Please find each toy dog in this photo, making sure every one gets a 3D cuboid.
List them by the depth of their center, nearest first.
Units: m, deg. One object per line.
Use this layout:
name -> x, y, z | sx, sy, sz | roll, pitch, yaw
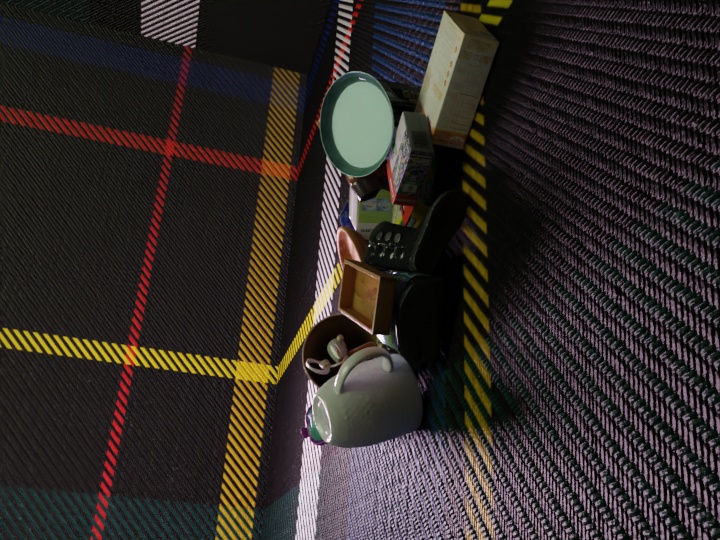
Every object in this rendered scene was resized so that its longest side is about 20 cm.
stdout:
toy dog -> -0.009, 0.187, 1.516 | 0.198, 0.131, 0.098 | 30, 115, 31

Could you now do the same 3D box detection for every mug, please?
mug -> 0.007, 0.226, 1.321 | 0.148, 0.172, 0.204 | 48, 143, 47

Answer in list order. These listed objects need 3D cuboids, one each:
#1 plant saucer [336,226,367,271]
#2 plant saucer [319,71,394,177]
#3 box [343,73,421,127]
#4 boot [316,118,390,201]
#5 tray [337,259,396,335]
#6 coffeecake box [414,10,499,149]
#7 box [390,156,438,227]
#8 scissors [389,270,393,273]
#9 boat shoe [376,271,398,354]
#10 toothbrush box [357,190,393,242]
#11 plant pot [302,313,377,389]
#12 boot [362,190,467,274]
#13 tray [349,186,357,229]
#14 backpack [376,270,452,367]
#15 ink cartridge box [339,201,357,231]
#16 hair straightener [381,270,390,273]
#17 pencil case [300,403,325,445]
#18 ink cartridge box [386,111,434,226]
plant saucer -> 0.000, 0.000, 1.550 | 0.200, 0.037, 0.204 | 161, 91, -76
plant saucer -> -0.003, -0.289, 1.439 | 0.197, 0.027, 0.205 | 11, 106, 42
box -> 0.061, -0.360, 1.557 | 0.159, 0.195, 0.051 | -100, 20, -57
boot -> 0.020, -0.260, 1.562 | 0.203, 0.186, 0.069 | 62, 152, 11
tray -> 0.010, 0.045, 1.325 | 0.200, 0.036, 0.101 | -154, 71, -68
coffeecake box -> 0.172, -0.353, 1.342 | 0.155, 0.071, 0.203 | -104, 26, -56
box -> 0.110, -0.141, 1.500 | 0.201, 0.047, 0.119 | 122, 162, -56
scissors -> 0.089, -0.032, 1.431 | 0.201, 0.014, 0.073 | -53, 10, 0
boat shoe -> 0.065, 0.087, 1.504 | 0.069, 0.072, 0.205 | -148, 67, -70
toothbrush box -> 0.037, -0.126, 1.679 | 0.146, 0.084, 0.204 | 88, -177, -66
plant pot -> -0.042, 0.223, 1.705 | 0.201, 0.182, 0.190 | 95, 179, -68
boot -> 0.095, -0.072, 1.335 | 0.166, 0.065, 0.199 | -57, 21, -12
tray -> -0.012, -0.206, 1.668 | 0.108, 0.022, 0.203 | -87, -1, -56
backpack -> 0.084, 0.070, 1.338 | 0.200, 0.150, 0.167 | -78, -6, -78
ink cartridge box -> -0.008, -0.061, 1.786 | 0.100, 0.038, 0.204 | -67, -32, -61
hair straightener -> 0.066, 0.010, 1.564 | 0.041, 0.076, 0.202 | -54, -12, -39
pencil case -> -0.021, 0.304, 1.469 | 0.092, 0.198, 0.087 | -32, 65, 35
ink cartridge box -> 0.084, -0.186, 1.380 | 0.202, 0.049, 0.111 | 109, 160, -47
